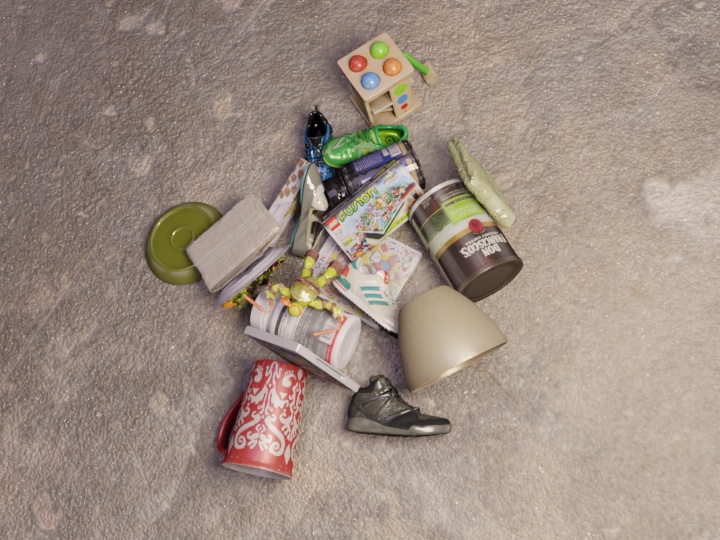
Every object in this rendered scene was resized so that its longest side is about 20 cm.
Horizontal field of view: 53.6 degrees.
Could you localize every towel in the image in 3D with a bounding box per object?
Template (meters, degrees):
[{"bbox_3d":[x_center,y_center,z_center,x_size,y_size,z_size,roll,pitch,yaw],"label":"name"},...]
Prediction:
[{"bbox_3d":[-0.267,-0.061,1.502,0.200,0.034,0.133,-40,59,3],"label":"towel"},{"bbox_3d":[0.233,-0.176,1.390,0.036,0.148,0.201,-37,29,19],"label":"towel"}]

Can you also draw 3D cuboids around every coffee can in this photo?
[{"bbox_3d":[0.202,-0.056,1.388,0.146,0.147,0.201,-29,66,0],"label":"coffee can"}]

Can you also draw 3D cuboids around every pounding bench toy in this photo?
[{"bbox_3d":[0.073,-0.428,1.551,0.199,0.156,0.125,-32,66,-2],"label":"pounding bench toy"}]

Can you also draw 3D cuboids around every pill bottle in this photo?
[{"bbox_3d":[-0.109,0.109,1.406,0.199,0.114,0.115,21,75,19],"label":"pill bottle"},{"bbox_3d":[0.027,-0.186,1.489,0.199,0.112,0.113,-22,67,1],"label":"pill bottle"}]

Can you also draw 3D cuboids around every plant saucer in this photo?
[{"bbox_3d":[-0.389,-0.067,1.576,0.198,0.031,0.202,-4,69,10],"label":"plant saucer"}]

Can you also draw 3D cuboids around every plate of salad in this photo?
[{"bbox_3d":[-0.213,0.018,1.437,0.200,0.200,0.048,-40,99,-5],"label":"plate of salad"}]

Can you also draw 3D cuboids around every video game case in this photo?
[{"bbox_3d":[-0.106,0.165,1.316,0.142,0.200,0.018,14,70,41],"label":"video game case"},{"bbox_3d":[0.000,0.000,1.475,0.199,0.023,0.183,27,77,19],"label":"video game case"}]

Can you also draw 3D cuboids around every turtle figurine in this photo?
[{"bbox_3d":[-0.110,0.031,1.356,0.198,0.065,0.162,15,49,14],"label":"turtle figurine"}]

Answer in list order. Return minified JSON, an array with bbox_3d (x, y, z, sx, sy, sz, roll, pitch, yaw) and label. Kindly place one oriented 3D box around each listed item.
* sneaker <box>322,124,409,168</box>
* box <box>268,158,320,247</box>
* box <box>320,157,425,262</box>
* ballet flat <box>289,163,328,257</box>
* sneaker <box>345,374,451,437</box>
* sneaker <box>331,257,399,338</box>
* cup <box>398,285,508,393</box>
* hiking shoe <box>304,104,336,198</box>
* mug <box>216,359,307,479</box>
[{"bbox_3d":[0.011,-0.277,1.521,0.198,0.084,0.075,-18,78,-14],"label":"sneaker"},{"bbox_3d":[-0.157,-0.143,1.519,0.039,0.041,0.201,37,98,22],"label":"box"},{"bbox_3d":[0.029,-0.120,1.434,0.200,0.035,0.110,-39,108,6],"label":"box"},{"bbox_3d":[-0.097,-0.121,1.484,0.063,0.067,0.202,18,109,12],"label":"ballet flat"},{"bbox_3d":[0.073,0.254,1.334,0.198,0.076,0.115,2,76,18],"label":"sneaker"},{"bbox_3d":[0.038,0.050,1.396,0.199,0.070,0.094,38,87,25],"label":"sneaker"},{"bbox_3d":[0.146,0.113,1.294,0.199,0.200,0.144,-28,76,0],"label":"cup"},{"bbox_3d":[-0.098,-0.253,1.557,0.074,0.087,0.202,-8,68,8],"label":"hiking shoe"},{"bbox_3d":[-0.194,0.278,1.353,0.176,0.134,0.202,7,68,12],"label":"mug"}]
